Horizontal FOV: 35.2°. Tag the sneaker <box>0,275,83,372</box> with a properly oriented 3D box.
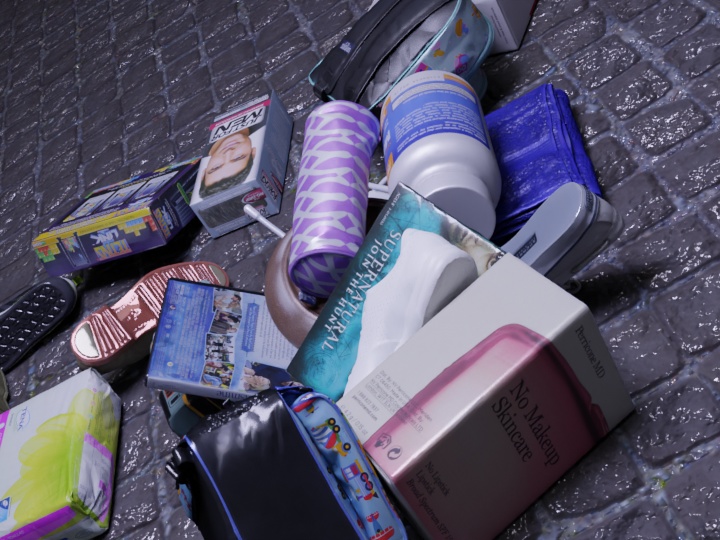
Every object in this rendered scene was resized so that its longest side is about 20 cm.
[{"bbox_3d":[-0.440,0.073,1.464,0.198,0.072,0.083,-31,10,3],"label":"sneaker"}]

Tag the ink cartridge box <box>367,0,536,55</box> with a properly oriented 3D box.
[{"bbox_3d":[0.118,-0.341,1.460,0.197,0.085,0.146,-6,43,34],"label":"ink cartridge box"}]

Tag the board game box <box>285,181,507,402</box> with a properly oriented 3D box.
[{"bbox_3d":[0.036,0.043,0.998,0.134,0.028,0.202,34,98,26],"label":"board game box"}]

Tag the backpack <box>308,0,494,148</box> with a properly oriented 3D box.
[{"bbox_3d":[0.062,-0.241,1.318,0.201,0.152,0.176,-54,34,7],"label":"backpack"}]

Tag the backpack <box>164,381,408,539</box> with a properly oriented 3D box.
[{"bbox_3d":[-0.066,0.186,0.898,0.133,0.185,0.200,-29,-2,-15],"label":"backpack"}]

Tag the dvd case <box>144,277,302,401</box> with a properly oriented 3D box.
[{"bbox_3d":[-0.100,0.073,1.096,0.196,0.018,0.144,10,38,-6],"label":"dvd case"}]

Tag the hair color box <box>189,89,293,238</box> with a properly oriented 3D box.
[{"bbox_3d":[-0.150,-0.141,1.464,0.098,0.061,0.202,-20,38,19],"label":"hair color box"}]

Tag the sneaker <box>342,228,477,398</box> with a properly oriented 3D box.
[{"bbox_3d":[0.023,0.061,0.957,0.088,0.075,0.202,34,100,44],"label":"sneaker"}]

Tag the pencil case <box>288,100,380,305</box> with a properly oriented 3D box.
[{"bbox_3d":[-0.020,-0.069,1.104,0.084,0.084,0.203,-41,37,48],"label":"pencil case"}]

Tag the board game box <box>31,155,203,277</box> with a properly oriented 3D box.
[{"bbox_3d":[-0.301,-0.071,1.475,0.197,0.057,0.166,-13,24,28],"label":"board game box"}]

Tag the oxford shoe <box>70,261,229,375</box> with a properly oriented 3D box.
[{"bbox_3d":[-0.240,0.054,1.298,0.198,0.074,0.071,-27,68,-23],"label":"oxford shoe"}]

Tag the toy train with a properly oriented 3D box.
[{"bbox_3d":[-0.165,0.094,1.183,0.114,0.085,0.200,-43,34,3],"label":"toy train"}]

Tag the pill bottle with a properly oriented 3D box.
[{"bbox_3d":[0.079,-0.103,1.116,0.111,0.113,0.202,-24,34,14],"label":"pill bottle"}]

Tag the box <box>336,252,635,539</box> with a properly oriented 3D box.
[{"bbox_3d":[0.098,0.110,0.898,0.199,0.129,0.109,-40,36,-8],"label":"box"}]

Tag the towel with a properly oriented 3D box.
[{"bbox_3d":[0.163,-0.110,1.177,0.146,0.050,0.202,-23,36,15],"label":"towel"}]

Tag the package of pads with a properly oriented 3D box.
[{"bbox_3d":[-0.329,0.208,1.187,0.153,0.069,0.201,-26,36,12],"label":"package of pads"}]

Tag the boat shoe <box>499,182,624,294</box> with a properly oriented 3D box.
[{"bbox_3d":[0.162,0.008,1.020,0.202,0.085,0.075,-49,28,34],"label":"boat shoe"}]

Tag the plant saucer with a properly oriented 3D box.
[{"bbox_3d":[0.000,0.000,1.121,0.196,0.032,0.203,-3,54,5],"label":"plant saucer"}]

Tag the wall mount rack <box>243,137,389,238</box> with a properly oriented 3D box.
[{"bbox_3d":[-0.027,-0.073,1.266,0.172,0.075,0.201,15,57,46],"label":"wall mount rack"}]

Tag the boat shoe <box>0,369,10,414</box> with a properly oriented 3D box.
[{"bbox_3d":[-0.456,0.172,1.341,0.068,0.075,0.200,-40,27,1],"label":"boat shoe"}]
